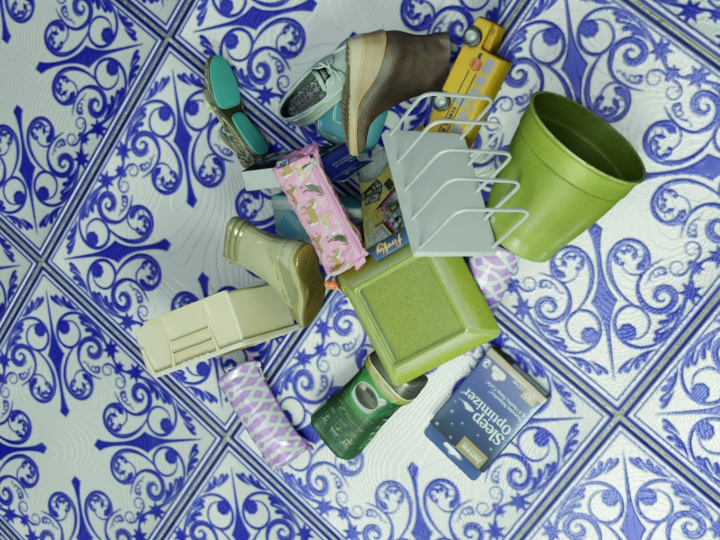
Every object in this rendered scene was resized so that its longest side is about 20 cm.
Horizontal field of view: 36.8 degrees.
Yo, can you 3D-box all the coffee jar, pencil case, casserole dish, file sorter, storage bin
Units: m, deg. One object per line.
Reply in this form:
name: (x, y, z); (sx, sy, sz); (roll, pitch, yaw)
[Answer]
coffee jar: (0.016, 0.211, 1.776); (0.200, 0.085, 0.105); (-46, 75, 22)
pencil case: (-0.058, -0.091, 1.652); (0.082, 0.087, 0.202); (-26, 98, 10)
casserole dish: (-0.011, -0.285, 1.755); (0.120, 0.039, 0.202); (22, 103, 19)
pencil case: (-0.166, 0.245, 1.863); (0.085, 0.084, 0.201); (-32, 85, -1)
file sorter: (0.137, -0.138, 1.530); (0.125, 0.137, 0.202); (-47, 50, 52)
storage bin: (-0.240, 0.097, 1.808); (0.197, 0.200, 0.095); (-21, 87, 23)
pencil case: (0.176, 0.032, 1.680); (0.085, 0.083, 0.202); (35, 109, 36)

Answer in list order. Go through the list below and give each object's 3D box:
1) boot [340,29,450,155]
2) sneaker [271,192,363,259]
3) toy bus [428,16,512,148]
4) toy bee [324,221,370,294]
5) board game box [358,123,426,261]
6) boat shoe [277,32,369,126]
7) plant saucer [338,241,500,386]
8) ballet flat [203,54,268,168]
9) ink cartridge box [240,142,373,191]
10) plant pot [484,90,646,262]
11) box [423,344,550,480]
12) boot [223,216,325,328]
boot: (0.056, -0.275, 1.685); (0.164, 0.073, 0.202); (-3, 120, -13)
sneaker: (-0.066, -0.058, 1.771); (0.199, 0.079, 0.132); (10, 104, 46)
toy bus: (0.170, -0.283, 1.663); (0.078, 0.065, 0.202); (31, 107, 16)
toy bee: (0.000, 0.000, 1.734); (0.131, 0.108, 0.202); (145, 124, -59)
board game box: (0.063, -0.123, 1.674); (0.135, 0.035, 0.201); (-30, 40, 24)
boat shoe: (-0.051, -0.299, 1.710); (0.200, 0.071, 0.070); (-40, 81, 21)
plant saucer: (0.080, 0.055, 1.639); (0.198, 0.048, 0.202); (-29, 89, 23)
ballet flat: (-0.226, -0.263, 1.839); (0.075, 0.068, 0.202); (-30, 86, 43)
ink cartridge box: (-0.087, -0.169, 1.748); (0.198, 0.099, 0.040); (-2, 112, 32)
plant pot: (0.278, -0.123, 1.582); (0.200, 0.200, 0.194); (43, 122, 13)
box: (0.196, 0.234, 1.732); (0.121, 0.032, 0.201); (42, 111, 13)
boot: (-0.141, 0.002, 1.755); (0.154, 0.201, 0.073); (23, 61, 20)
